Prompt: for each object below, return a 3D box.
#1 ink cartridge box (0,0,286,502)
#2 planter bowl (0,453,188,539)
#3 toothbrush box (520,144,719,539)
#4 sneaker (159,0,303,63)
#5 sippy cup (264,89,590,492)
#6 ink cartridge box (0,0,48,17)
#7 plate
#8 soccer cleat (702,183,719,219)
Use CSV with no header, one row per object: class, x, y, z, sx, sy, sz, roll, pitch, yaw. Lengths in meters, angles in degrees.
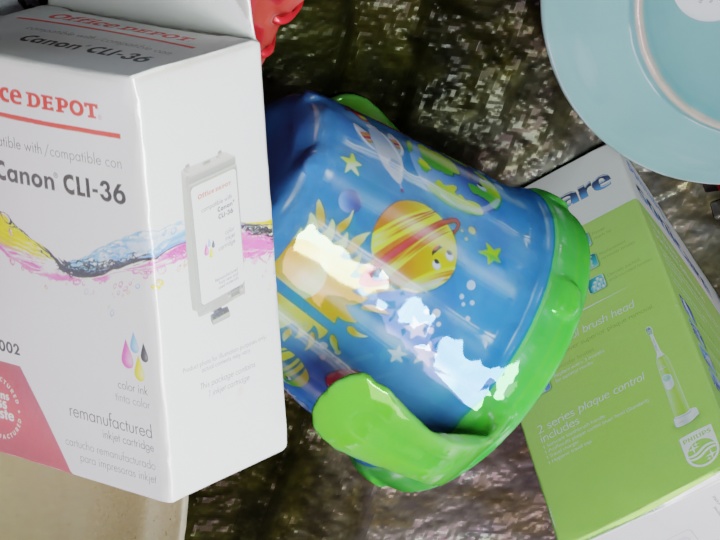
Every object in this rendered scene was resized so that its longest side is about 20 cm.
ink cartridge box,-0.095,-0.028,1.092,0.067,0.116,0.200,-22,115,-45
planter bowl,-0.182,0.082,1.251,0.135,0.200,0.200,-6,141,29
toothbrush box,0.128,0.067,1.293,0.086,0.200,0.146,-27,134,13
sneaker,-0.028,-0.107,1.148,0.115,0.078,0.200,-1,116,-19
sippy cup,0.000,0.000,1.197,0.130,0.178,0.140,33,84,-25
ink cartridge box,-0.115,-0.038,1.199,0.044,0.094,0.200,3,146,36
plate,0.170,-0.121,1.212,0.200,0.026,0.200,-8,120,-15
soccer cleat,0.205,-0.010,1.336,0.085,0.069,0.200,-17,130,8
